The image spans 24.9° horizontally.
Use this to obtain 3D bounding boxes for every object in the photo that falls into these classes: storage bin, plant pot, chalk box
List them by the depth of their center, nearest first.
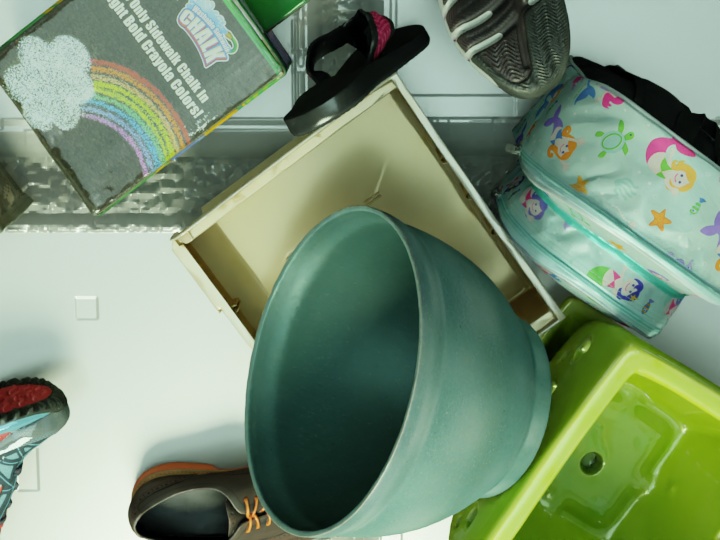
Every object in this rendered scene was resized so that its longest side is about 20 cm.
[{"bbox_3d":[0.034,0.073,1.016,0.133,0.200,0.202,14,102,-30],"label":"plant pot"},{"bbox_3d":[-0.125,-0.150,1.077,0.199,0.124,0.125,-36,99,5],"label":"chalk box"},{"bbox_3d":[0.175,0.147,1.110,0.198,0.182,0.201,32,98,-17],"label":"plant pot"},{"bbox_3d":[0.000,0.000,1.130,0.198,0.094,0.201,-36,100,5],"label":"storage bin"}]

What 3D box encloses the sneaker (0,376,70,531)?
[{"bbox_3d":[-0.279,0.153,1.173,0.199,0.079,0.096,-32,110,13],"label":"sneaker"}]

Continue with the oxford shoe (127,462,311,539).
[{"bbox_3d":[-0.069,0.172,1.172,0.198,0.073,0.072,-8,100,0],"label":"oxford shoe"}]

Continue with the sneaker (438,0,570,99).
[{"bbox_3d":[0.081,-0.188,1.077,0.075,0.116,0.201,-30,73,4],"label":"sneaker"}]

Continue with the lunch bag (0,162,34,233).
[{"bbox_3d":[-0.356,-0.046,1.106,0.199,0.118,0.165,-34,101,11],"label":"lunch bag"}]

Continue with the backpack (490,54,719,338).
[{"bbox_3d":[0.180,-0.049,1.065,0.177,0.200,0.151,35,94,-8],"label":"backpack"}]

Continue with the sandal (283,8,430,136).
[{"bbox_3d":[-0.006,-0.138,1.050,0.075,0.200,0.045,-28,100,22],"label":"sandal"}]
